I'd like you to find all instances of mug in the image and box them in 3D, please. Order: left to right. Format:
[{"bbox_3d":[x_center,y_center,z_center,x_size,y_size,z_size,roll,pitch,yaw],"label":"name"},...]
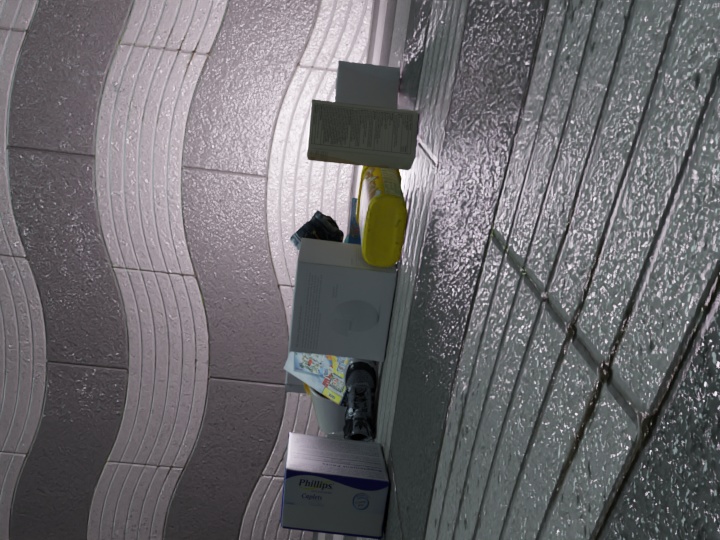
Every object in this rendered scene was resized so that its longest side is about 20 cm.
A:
[{"bbox_3d":[-0.055,0.307,1.935,0.188,0.146,0.156,-112,17,-53],"label":"mug"}]

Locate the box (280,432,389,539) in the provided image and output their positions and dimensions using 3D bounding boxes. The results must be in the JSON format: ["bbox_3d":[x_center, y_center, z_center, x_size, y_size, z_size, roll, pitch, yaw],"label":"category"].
[{"bbox_3d":[-0.049,0.379,1.424,0.200,0.179,0.108,-115,33,-83],"label":"box"}]

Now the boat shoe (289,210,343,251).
[{"bbox_3d":[-0.058,-0.046,1.697,0.091,0.200,0.071,-45,48,6],"label":"boat shoe"}]

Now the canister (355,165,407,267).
[{"bbox_3d":[0.040,-0.113,1.551,0.201,0.084,0.152,-96,12,-64],"label":"canister"}]

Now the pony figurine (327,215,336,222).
[{"bbox_3d":[-0.023,-0.034,2.051,0.200,0.163,0.198,17,-105,-75],"label":"pony figurine"}]

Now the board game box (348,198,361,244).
[{"bbox_3d":[0.010,-0.043,1.768,0.201,0.036,0.155,68,-157,-64],"label":"board game box"}]

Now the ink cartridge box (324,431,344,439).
[{"bbox_3d":[-0.035,0.463,1.759,0.116,0.066,0.205,108,154,-75],"label":"ink cartridge box"}]

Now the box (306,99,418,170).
[{"bbox_3d":[0.003,-0.244,1.445,0.078,0.195,0.097,121,156,-79],"label":"box"}]

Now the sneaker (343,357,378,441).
[{"bbox_3d":[0.001,0.281,1.654,0.115,0.074,0.204,-91,2,-56],"label":"sneaker"}]

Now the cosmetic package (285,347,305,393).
[{"bbox_3d":[-0.124,0.270,2.439,0.123,0.194,0.205,108,168,-68],"label":"cosmetic package"}]

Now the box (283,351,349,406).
[{"bbox_3d":[-0.075,0.200,1.789,0.198,0.037,0.139,25,92,41],"label":"box"}]

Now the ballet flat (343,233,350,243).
[{"bbox_3d":[0.000,0.000,1.940,0.073,0.071,0.205,-98,-1,-74],"label":"ballet flat"}]

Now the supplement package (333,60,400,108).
[{"bbox_3d":[0.007,-0.366,1.891,0.151,0.148,0.205,122,154,-82],"label":"supplement package"}]

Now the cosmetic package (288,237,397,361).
[{"bbox_3d":[-0.038,0.058,1.610,0.124,0.195,0.204,-93,11,-65],"label":"cosmetic package"}]
